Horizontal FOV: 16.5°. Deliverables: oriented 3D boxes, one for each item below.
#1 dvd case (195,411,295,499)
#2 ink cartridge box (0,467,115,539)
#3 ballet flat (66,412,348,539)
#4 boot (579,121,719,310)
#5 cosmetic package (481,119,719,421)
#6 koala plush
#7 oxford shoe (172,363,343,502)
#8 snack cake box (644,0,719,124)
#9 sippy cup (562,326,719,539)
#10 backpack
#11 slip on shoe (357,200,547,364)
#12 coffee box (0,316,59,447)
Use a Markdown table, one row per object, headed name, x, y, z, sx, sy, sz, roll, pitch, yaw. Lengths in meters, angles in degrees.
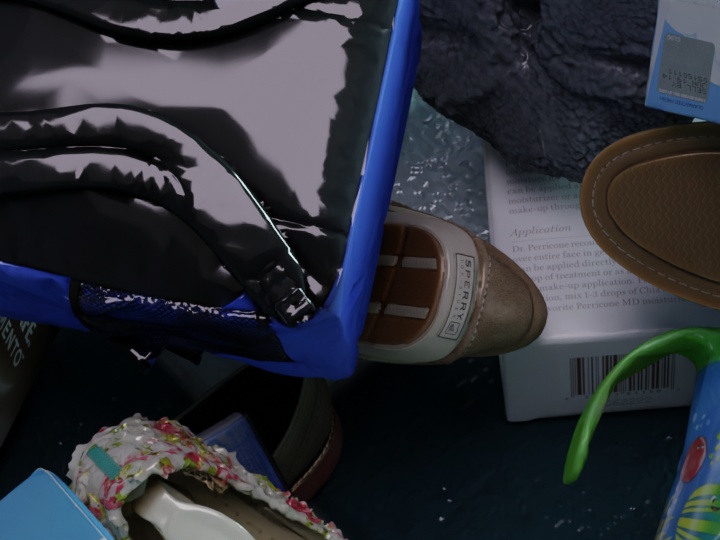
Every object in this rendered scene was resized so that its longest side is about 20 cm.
| name | x | y | z | sx | sy | sz | roll | pitch | yaw |
| --- | --- | --- | --- | --- | --- | --- | --- | --- | --- |
| dvd case | -0.096 | 0.165 | 0.965 | 0.200 | 0.018 | 0.143 | -30 | 99 | -13 |
| ink cartridge box | -0.081 | 0.195 | 0.843 | 0.125 | 0.129 | 0.200 | -39 | 57 | -12 |
| ballet flat | -0.026 | 0.126 | 0.942 | 0.200 | 0.064 | 0.076 | 32 | 88 | -15 |
| boot | 0.180 | -0.034 | 1.004 | 0.199 | 0.074 | 0.155 | 5 | 14 | -3 |
| cosmetic package | 0.104 | -0.040 | 1.088 | 0.101 | 0.071 | 0.200 | -4 | 59 | 4 |
| koala plush | 0.109 | -0.158 | 1.043 | 0.177 | 0.184 | 0.200 | 9 | 39 | 32 |
| oxford shoe | -0.086 | 0.106 | 1.013 | 0.070 | 0.075 | 0.200 | 30 | 65 | 21 |
| snack cake box | 0.206 | -0.094 | 0.962 | 0.115 | 0.067 | 0.200 | 15 | 18 | 30 |
| sippy cup | 0.173 | 0.107 | 0.967 | 0.178 | 0.140 | 0.131 | 17 | 70 | 38 |
| backpack | -0.088 | -0.042 | 0.941 | 0.199 | 0.168 | 0.163 | 9 | 70 | 7 |
| slip on shoe | 0.000 | 0.000 | 1.048 | 0.200 | 0.060 | 0.076 | 8 | 88 | 55 |
| coffee box | -0.207 | 0.067 | 1.010 | 0.080 | 0.114 | 0.200 | 16 | 62 | 15 |
